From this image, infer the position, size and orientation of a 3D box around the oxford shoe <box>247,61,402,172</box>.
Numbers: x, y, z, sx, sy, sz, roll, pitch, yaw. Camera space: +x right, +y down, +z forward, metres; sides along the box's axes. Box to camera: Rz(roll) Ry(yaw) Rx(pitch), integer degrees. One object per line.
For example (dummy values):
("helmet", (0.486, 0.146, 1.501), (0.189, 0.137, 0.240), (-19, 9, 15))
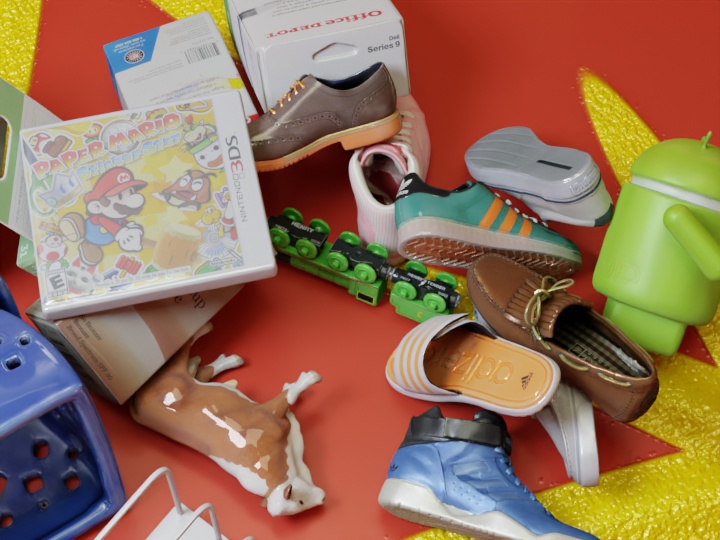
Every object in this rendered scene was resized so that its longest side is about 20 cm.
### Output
("oxford shoe", (-0.062, -0.141, 1.391), (0.198, 0.073, 0.071), (-17, 26, -15))

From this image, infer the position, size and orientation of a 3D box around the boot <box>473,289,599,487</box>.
("boot", (0.153, 0.108, 1.361), (0.095, 0.074, 0.201), (-9, 52, 2))

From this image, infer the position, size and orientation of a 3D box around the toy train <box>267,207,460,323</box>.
("toy train", (0.000, 0.000, 1.421), (0.199, 0.057, 0.042), (23, 51, 12))

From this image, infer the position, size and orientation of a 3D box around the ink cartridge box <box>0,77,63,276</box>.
("ink cartridge box", (-0.289, -0.072, 1.387), (0.048, 0.200, 0.147), (-20, 55, 31))

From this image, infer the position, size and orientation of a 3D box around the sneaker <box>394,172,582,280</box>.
("sneaker", (0.120, -0.042, 1.400), (0.199, 0.071, 0.081), (13, 60, -30))

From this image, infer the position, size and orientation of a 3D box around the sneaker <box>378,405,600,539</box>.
("sneaker", (0.124, 0.179, 1.307), (0.198, 0.077, 0.112), (15, 70, 16))

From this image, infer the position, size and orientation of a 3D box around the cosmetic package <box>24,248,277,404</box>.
("cosmetic package", (-0.185, 0.011, 1.359), (0.200, 0.104, 0.087), (-46, 26, -19))

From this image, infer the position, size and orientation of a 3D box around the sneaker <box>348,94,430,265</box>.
("sneaker", (0.029, -0.115, 1.461), (0.075, 0.105, 0.202), (1, 60, 3))

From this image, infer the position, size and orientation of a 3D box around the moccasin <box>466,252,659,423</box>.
("moccasin", (0.171, 0.047, 1.310), (0.073, 0.078, 0.201), (-31, 57, -23))

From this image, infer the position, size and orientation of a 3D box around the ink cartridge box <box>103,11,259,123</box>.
("ink cartridge box", (-0.165, -0.147, 1.497), (0.115, 0.067, 0.201), (-20, 62, -11))

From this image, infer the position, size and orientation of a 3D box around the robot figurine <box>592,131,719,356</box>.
("robot figurine", (0.281, -0.028, 1.376), (0.115, 0.175, 0.202), (18, 95, 5))

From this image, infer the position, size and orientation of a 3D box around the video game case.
("video game case", (-0.185, -0.060, 1.311), (0.198, 0.023, 0.183), (-11, 64, -5))

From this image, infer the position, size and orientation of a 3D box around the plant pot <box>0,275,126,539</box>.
("plant pot", (-0.331, 0.134, 1.269), (0.199, 0.201, 0.180), (-29, 57, -16))

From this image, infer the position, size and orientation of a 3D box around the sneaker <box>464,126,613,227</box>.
("sneaker", (0.164, -0.081, 1.435), (0.073, 0.071, 0.200), (-35, 27, -11))

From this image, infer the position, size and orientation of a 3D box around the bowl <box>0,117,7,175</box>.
("bowl", (-0.379, -0.076, 1.398), (0.074, 0.200, 0.201), (14, 55, -22))

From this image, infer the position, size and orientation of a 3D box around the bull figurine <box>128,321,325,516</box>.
("bull figurine", (-0.105, 0.131, 1.342), (0.199, 0.065, 0.122), (27, 60, 13))

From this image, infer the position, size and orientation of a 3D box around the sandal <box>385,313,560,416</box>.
("sandal", (0.087, 0.072, 1.319), (0.206, 0.059, 0.080), (7, 61, 52))

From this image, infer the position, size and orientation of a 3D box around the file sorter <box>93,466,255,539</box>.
("file sorter", (-0.121, 0.278, 1.224), (0.199, 0.125, 0.139), (34, 66, 17))

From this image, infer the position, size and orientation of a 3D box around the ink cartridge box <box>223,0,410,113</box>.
("ink cartridge box", (-0.047, -0.232, 1.492), (0.145, 0.085, 0.200), (-13, 33, -7))
